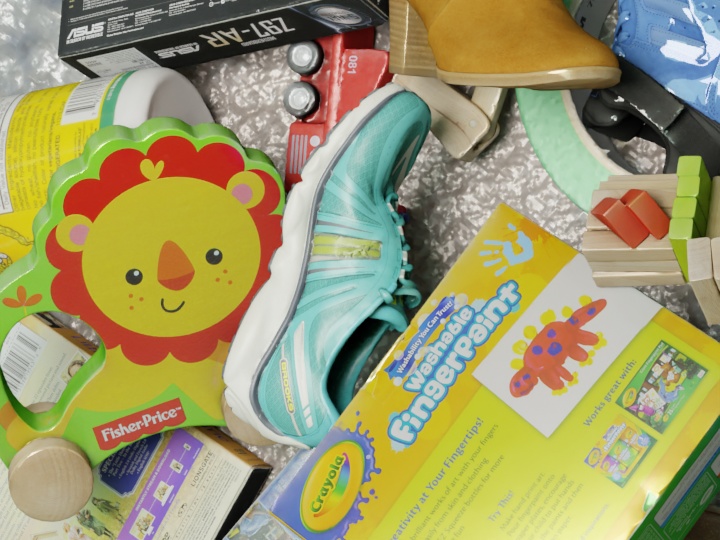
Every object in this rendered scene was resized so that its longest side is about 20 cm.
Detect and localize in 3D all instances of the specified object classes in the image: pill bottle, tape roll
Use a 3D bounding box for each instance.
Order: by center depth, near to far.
[{"bbox_3d":[0.182,-0.111,1.236,0.200,0.048,0.201,-2,86,24],"label":"tape roll"},{"bbox_3d":[-0.189,-0.048,1.358,0.199,0.113,0.113,-9,83,22],"label":"pill bottle"}]

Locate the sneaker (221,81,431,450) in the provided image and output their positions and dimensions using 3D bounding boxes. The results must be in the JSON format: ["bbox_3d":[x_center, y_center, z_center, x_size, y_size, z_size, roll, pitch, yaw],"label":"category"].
[{"bbox_3d":[0.000,0.000,1.231,0.079,0.077,0.201,18,87,28],"label":"sneaker"}]

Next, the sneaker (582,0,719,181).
[{"bbox_3d":[0.142,-0.129,1.186,0.111,0.077,0.200,-39,79,7],"label":"sneaker"}]

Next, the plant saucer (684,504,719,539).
[{"bbox_3d":[0.170,0.221,1.223,0.200,0.037,0.201,-2,86,24],"label":"plant saucer"}]

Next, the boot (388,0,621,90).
[{"bbox_3d":[0.069,-0.166,1.181,0.201,0.071,0.145,18,105,61],"label":"boot"}]

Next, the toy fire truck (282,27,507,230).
[{"bbox_3d":[0.029,-0.097,1.300,0.141,0.049,0.201,4,87,24],"label":"toy fire truck"}]

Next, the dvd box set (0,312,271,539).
[{"bbox_3d":[-0.167,0.126,1.379,0.200,0.029,0.147,32,99,22],"label":"dvd box set"}]

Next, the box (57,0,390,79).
[{"bbox_3d":[-0.076,-0.203,1.327,0.199,0.044,0.161,-10,67,28],"label":"box"}]

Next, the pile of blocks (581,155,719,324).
[{"bbox_3d":[0.189,-0.011,1.092,0.200,0.062,0.082,25,73,31],"label":"pile of blocks"}]

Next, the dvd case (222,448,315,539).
[{"bbox_3d":[-0.037,0.212,1.305,0.143,0.018,0.200,42,96,13],"label":"dvd case"}]

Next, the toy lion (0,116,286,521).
[{"bbox_3d":[-0.124,0.018,1.271,0.199,0.069,0.192,-20,113,-4],"label":"toy lion"}]

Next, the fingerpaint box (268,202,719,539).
[{"bbox_3d":[0.082,0.095,1.168,0.167,0.073,0.200,34,84,28],"label":"fingerpaint box"}]
